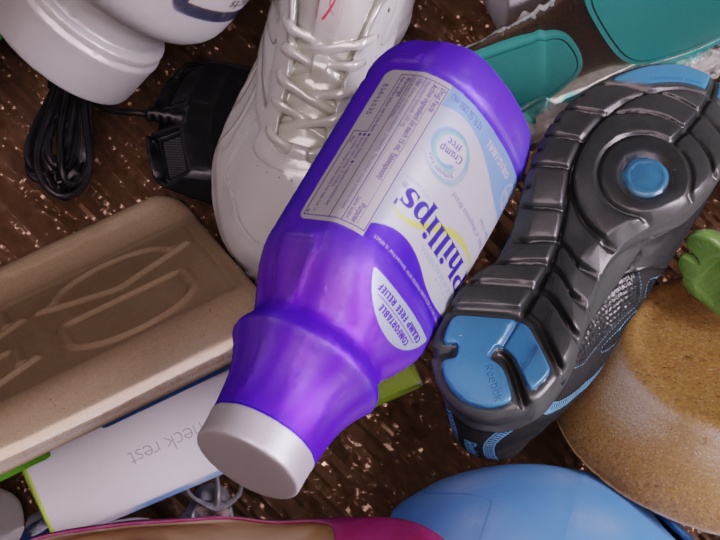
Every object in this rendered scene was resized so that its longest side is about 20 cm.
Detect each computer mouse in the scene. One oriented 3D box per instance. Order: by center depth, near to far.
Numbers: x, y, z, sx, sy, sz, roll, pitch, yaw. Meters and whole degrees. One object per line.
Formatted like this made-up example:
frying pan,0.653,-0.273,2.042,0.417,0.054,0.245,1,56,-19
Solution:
computer mouse,-0.058,-0.087,1.202,0.199,0.046,0.141,2,64,-1

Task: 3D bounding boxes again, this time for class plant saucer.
plant saucer,0.185,0.049,1.102,0.199,0.200,0.036,5,121,3

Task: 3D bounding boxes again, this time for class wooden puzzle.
wooden puzzle,-0.138,0.043,1.116,0.185,0.200,0.046,-26,111,-6

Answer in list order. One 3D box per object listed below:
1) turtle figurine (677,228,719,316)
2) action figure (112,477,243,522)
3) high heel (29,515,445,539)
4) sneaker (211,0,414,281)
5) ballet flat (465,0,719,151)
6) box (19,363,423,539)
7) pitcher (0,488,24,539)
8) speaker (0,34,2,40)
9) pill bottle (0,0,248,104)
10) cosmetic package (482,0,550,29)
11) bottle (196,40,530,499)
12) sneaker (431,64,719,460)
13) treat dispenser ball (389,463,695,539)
turtle figurine,0.211,-0.075,1.126,0.144,0.194,0.201,0,118,38
action figure,-0.075,0.190,1.148,0.130,0.069,0.201,6,89,-10
high heel,-0.052,0.123,1.019,0.096,0.200,0.068,26,70,-35
sneaker,-0.022,-0.092,1.124,0.078,0.099,0.201,11,66,1
ballet flat,0.105,-0.095,1.138,0.199,0.072,0.072,-22,83,1
box,-0.073,0.067,1.138,0.199,0.122,0.048,-23,95,0
pitcher,-0.259,0.141,1.113,0.199,0.172,0.122,-8,73,1
speaker,-0.185,-0.167,1.191,0.088,0.088,0.200,30,85,6
pill bottle,-0.078,-0.173,1.109,0.111,0.111,0.200,45,113,7
cosmetic package,0.080,-0.186,1.124,0.085,0.200,0.108,-25,83,0
bottle,0.000,0.000,1.026,0.065,0.084,0.200,7,55,39
sneaker,0.094,-0.006,1.076,0.073,0.082,0.200,33,69,18
treat dispenser ball,0.072,0.185,1.079,0.200,0.201,0.202,0,83,2
